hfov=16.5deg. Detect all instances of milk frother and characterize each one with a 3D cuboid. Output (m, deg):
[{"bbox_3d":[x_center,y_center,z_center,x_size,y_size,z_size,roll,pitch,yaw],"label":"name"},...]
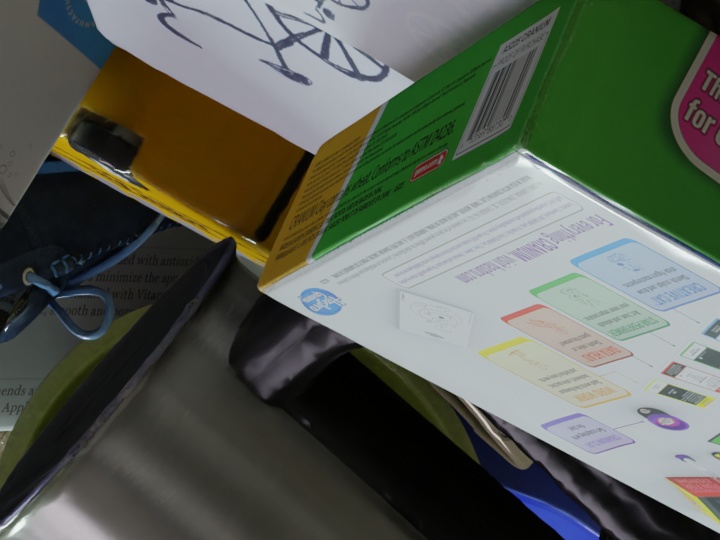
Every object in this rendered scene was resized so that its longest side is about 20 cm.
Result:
[{"bbox_3d":[0.016,0.061,0.778,0.188,0.181,0.200,42,-165,-8],"label":"milk frother"}]

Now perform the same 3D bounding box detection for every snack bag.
[{"bbox_3d":[-0.013,-0.062,0.575,0.188,0.021,0.200,29,164,17],"label":"snack bag"}]

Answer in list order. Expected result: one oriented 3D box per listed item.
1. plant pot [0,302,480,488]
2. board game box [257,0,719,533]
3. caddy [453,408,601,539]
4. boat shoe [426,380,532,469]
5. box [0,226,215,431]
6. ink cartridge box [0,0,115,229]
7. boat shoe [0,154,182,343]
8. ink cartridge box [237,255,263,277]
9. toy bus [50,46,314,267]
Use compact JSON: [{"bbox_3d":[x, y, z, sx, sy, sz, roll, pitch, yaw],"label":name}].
[{"bbox_3d":[-0.062,0.127,1.051,0.200,0.200,0.190,32,162,-2],"label":"plant pot"},{"bbox_3d":[0.093,0.020,0.532,0.200,0.040,0.153,28,162,-14],"label":"board game box"},{"bbox_3d":[0.095,0.110,1.090,0.200,0.105,0.142,18,133,37],"label":"caddy"},{"bbox_3d":[0.000,0.000,0.967,0.200,0.063,0.071,33,176,0],"label":"boat shoe"},{"bbox_3d":[-0.191,-0.024,1.096,0.200,0.131,0.199,28,-163,40],"label":"box"},{"bbox_3d":[-0.159,-0.044,0.745,0.067,0.200,0.116,26,172,35],"label":"ink cartridge box"},{"bbox_3d":[-0.141,-0.005,0.894,0.200,0.069,0.084,-12,-169,-34],"label":"boat shoe"},{"bbox_3d":[-0.104,-0.019,1.303,0.200,0.067,0.116,25,171,47],"label":"ink cartridge box"},{"bbox_3d":[-0.082,-0.066,0.835,0.200,0.065,0.078,27,174,35],"label":"toy bus"}]
